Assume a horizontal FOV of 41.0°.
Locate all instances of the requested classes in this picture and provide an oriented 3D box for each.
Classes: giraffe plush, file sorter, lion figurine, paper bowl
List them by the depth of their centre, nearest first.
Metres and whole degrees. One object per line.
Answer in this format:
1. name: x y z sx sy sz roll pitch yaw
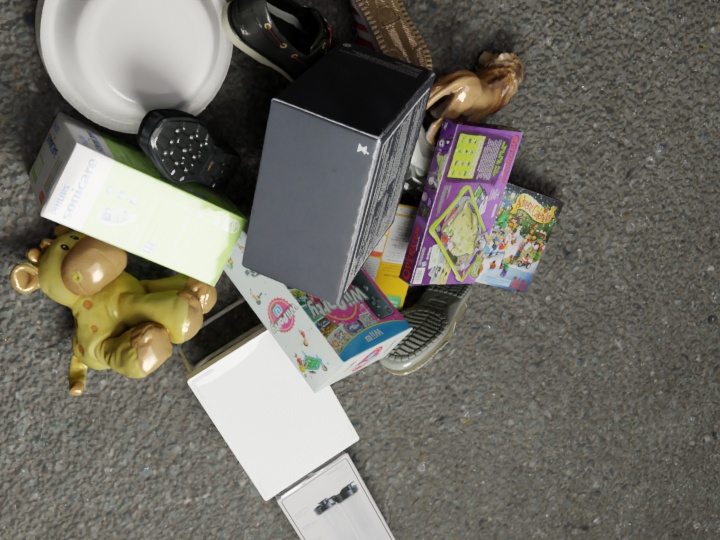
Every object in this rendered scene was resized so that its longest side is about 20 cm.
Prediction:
1. paper bowl: -0.230 -0.242 0.998 0.199 0.104 0.203 -9 115 -21
2. giraffe plush: -0.284 0.021 1.068 0.199 0.173 0.163 -21 111 23
3. lion figurine: 0.128 -0.210 1.151 0.122 0.200 0.073 -36 91 25
4. file sorter: -0.120 0.146 1.188 0.138 0.125 0.201 -32 119 -9

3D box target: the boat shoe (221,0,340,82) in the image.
1. boat shoe: -0.062 -0.249 1.055 0.201 0.063 0.074 18 61 -52

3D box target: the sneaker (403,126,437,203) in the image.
1. sneaker: 0.024 -0.169 1.170 0.199 0.074 0.089 32 73 -24

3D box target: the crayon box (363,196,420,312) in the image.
1. crayon box: 0.000 0.000 1.229 0.125 0.052 0.202 8 106 -27

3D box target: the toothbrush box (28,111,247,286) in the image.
1. toothbrush box: -0.240 -0.078 1.033 0.199 0.146 0.087 25 99 -31

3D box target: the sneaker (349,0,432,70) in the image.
1. sneaker: 0.017 -0.291 1.122 0.071 0.112 0.202 -19 87 -14

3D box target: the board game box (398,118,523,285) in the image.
1. board game box: 0.121 -0.079 1.159 0.119 0.032 0.202 1 113 -38

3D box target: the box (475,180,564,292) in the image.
1. box: 0.173 -0.052 1.267 0.199 0.038 0.138 11 106 -43

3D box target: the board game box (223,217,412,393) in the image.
1. board game box: -0.054 0.025 1.101 0.064 0.201 0.147 -47 165 33

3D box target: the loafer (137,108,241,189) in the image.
1. loafer: -0.186 -0.128 0.994 0.070 0.200 0.068 32 92 12

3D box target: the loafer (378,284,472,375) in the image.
1. loafer: 0.090 0.081 1.252 0.200 0.075 0.070 -41 141 -43

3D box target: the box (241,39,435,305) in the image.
1. box: -0.023 -0.109 1.020 0.122 0.199 0.201 21 124 8

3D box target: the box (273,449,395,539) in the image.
1. box: -0.037 0.339 1.340 0.116 0.060 0.201 -33 120 -10
